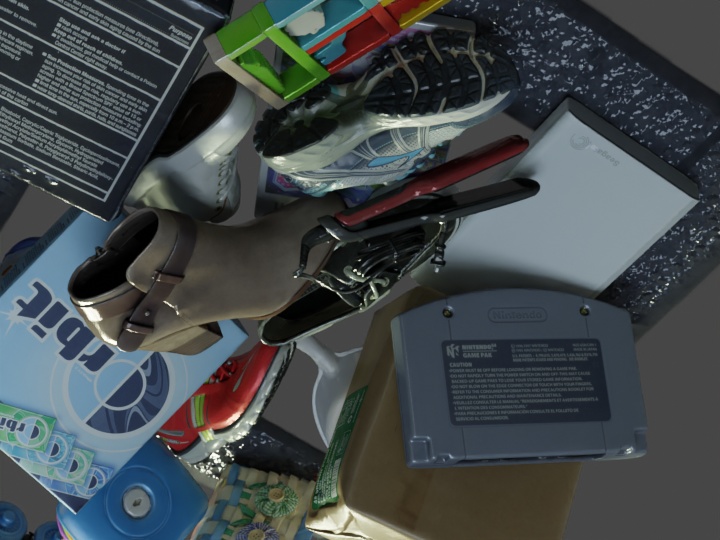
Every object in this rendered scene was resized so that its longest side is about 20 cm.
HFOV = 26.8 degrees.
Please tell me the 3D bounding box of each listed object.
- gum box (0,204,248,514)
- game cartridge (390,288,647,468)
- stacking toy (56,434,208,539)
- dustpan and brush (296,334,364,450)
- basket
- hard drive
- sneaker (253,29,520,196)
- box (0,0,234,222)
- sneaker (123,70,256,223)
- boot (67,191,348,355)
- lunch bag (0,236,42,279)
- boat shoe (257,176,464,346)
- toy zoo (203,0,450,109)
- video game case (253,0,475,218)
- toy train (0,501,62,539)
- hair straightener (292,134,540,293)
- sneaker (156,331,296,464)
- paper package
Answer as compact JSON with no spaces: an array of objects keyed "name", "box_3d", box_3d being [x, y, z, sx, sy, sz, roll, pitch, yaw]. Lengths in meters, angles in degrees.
[{"name":"gum box","box_3d":[-0.217,0.062,1.195,0.200,0.045,0.170,-45,111,-1]},{"name":"game cartridge","box_3d":[0.122,0.081,1.166,0.197,0.135,0.042,0,157,-18]},{"name":"stacking toy","box_3d":[-0.234,0.221,1.378,0.110,0.116,0.200,48,151,-8]},{"name":"dustpan and brush","box_3d":[-0.006,0.099,1.299,0.139,0.057,0.199,-41,122,19]},{"name":"basket","box_3d":[-0.062,0.280,1.365,0.198,0.177,0.140,26,132,-3]},{"name":"hard drive","box_3d":[0.149,-0.030,1.188,0.131,0.026,0.200,31,126,-18]},{"name":"sneaker","box_3d":[0.026,-0.108,1.098,0.198,0.078,0.086,-14,144,20]},{"name":"box","box_3d":[-0.209,-0.176,1.046,0.198,0.124,0.199,26,127,-16]},{"name":"sneaker","box_3d":[-0.109,-0.085,1.122,0.084,0.074,0.199,29,154,-20]},{"name":"boot","box_3d":[-0.114,-0.011,1.116,0.200,0.070,0.146,-43,145,5]},{"name":"lunch bag","box_3d":[-0.265,0.077,1.290,0.159,0.076,0.200,27,126,-18]},{"name":"boat shoe","box_3d":[0.000,0.000,1.180,0.199,0.064,0.071,-33,119,27]},{"name":"toy zoo","box_3d":[0.003,-0.182,1.010,0.199,0.021,0.131,-31,166,9]},{"name":"video game case","box_3d":[-0.001,-0.110,1.144,0.141,0.018,0.202,9,129,-2]},{"name":"toy train","box_3d":[-0.312,0.304,1.450,0.199,0.115,0.087,28,126,-16]},{"name":"hair straightener","box_3d":[0.043,-0.028,1.114,0.198,0.041,0.078,-25,111,-9]},{"name":"sneaker","box_3d":[-0.127,0.101,1.281,0.085,0.077,0.200,40,135,-10]},{"name":"paper package","box_3d":[0.077,0.141,1.208,0.189,0.202,0.103,25,155,-11]}]
